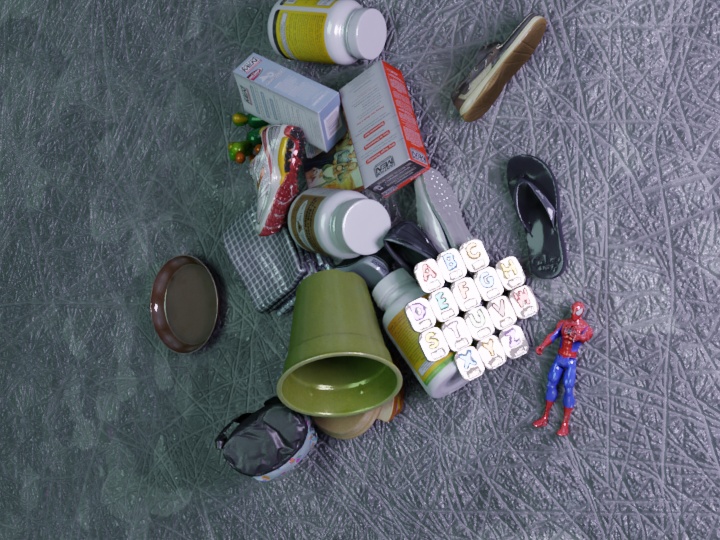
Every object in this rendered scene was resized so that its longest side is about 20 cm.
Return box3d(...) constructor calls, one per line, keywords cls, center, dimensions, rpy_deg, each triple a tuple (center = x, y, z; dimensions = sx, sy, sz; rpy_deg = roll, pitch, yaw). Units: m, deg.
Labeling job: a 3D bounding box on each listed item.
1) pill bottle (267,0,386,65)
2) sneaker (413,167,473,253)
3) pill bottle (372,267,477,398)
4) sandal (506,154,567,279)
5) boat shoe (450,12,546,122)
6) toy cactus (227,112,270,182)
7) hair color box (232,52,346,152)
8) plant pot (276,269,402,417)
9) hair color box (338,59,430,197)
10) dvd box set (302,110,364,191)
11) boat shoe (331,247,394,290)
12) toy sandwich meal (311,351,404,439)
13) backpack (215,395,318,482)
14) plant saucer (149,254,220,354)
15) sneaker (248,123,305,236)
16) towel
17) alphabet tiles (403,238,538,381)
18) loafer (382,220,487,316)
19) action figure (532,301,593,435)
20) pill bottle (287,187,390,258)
box3d(cls="pill bottle", center=(-0.058, -0.421, 1.661), dimensions=(0.199, 0.112, 0.113), rpy_deg=(15, 98, 36))
box3d(cls="sneaker", center=(0.122, -0.077, 1.551), dimensions=(0.080, 0.076, 0.201), rpy_deg=(-33, 69, 41))
box3d(cls="pill bottle", center=(0.105, 0.096, 1.533), dimensions=(0.111, 0.111, 0.200), rpy_deg=(-47, 64, 26))
box3d(cls="sandal", center=(0.272, -0.087, 1.453), dimensions=(0.076, 0.043, 0.202), rpy_deg=(-22, 77, 34))
box3d(cls="boat shoe", center=(0.210, -0.327, 1.485), dimensions=(0.065, 0.073, 0.200), rpy_deg=(49, 117, 21))
box3d(cls="toy cactus", center=(-0.171, -0.251, 1.757), dimensions=(0.165, 0.102, 0.200), rpy_deg=(-40, 35, 7))
box3d(cls="hair color box", center=(-0.124, -0.295, 1.658), dimensions=(0.199, 0.099, 0.061), rpy_deg=(29, 63, 26))
box3d(cls="plant pot", center=(-0.040, 0.107, 1.536), dimensions=(0.200, 0.199, 0.191), rpy_deg=(-32, 47, 32))
box3d(cls="hair color box", center=(0.037, -0.235, 1.566), dimensions=(0.101, 0.061, 0.201), rpy_deg=(-29, 61, 32))
box3d(cls="dvd box set", center=(-0.020, -0.210, 1.681), dimensions=(0.199, 0.029, 0.147), rpy_deg=(-17, 79, 36))
box3d(cls="boat shoe", center=(-0.002, -0.002, 1.634), dimensions=(0.074, 0.068, 0.199), rpy_deg=(41, 151, -8))
box3d(cls="toy sandwich meal", center=(-0.016, 0.198, 1.653), dimensions=(0.204, 0.070, 0.207), rpy_deg=(-2, 87, 40))
box3d(cls="backpack", center=(-0.152, 0.294, 1.667), dimensions=(0.166, 0.200, 0.127), rpy_deg=(-30, 85, 1))
box3d(cls="plant saucer", center=(-0.350, 0.069, 1.922), dimensions=(0.199, 0.034, 0.202), rpy_deg=(0, 90, 36))
box3d(cls="sneaker", center=(-0.154, -0.158, 1.657), dimensions=(0.082, 0.078, 0.202), rpy_deg=(16, 99, 27))
box3d(cls="towel", center=(-0.160, -0.035, 1.749), dimensions=(0.165, 0.085, 0.201), rpy_deg=(-39, 68, 31))
box3d(cls="alphabet tiles", center=(0.172, 0.059, 1.452), dimensions=(0.199, 0.015, 0.197), rpy_deg=(-24, 88, -11))
box3d(cls="loafer", center=(0.115, 0.008, 1.489), dimensions=(0.201, 0.070, 0.068), rpy_deg=(45, 134, 7))
box3d(cls="action figure", center=(0.294, 0.144, 1.405), dimensions=(0.065, 0.099, 0.202), rpy_deg=(16, 96, 34))
box3d(cls="pill bottle", center=(-0.035, -0.079, 1.585), dimensions=(0.200, 0.114, 0.115), rpy_deg=(13, 98, 62))
